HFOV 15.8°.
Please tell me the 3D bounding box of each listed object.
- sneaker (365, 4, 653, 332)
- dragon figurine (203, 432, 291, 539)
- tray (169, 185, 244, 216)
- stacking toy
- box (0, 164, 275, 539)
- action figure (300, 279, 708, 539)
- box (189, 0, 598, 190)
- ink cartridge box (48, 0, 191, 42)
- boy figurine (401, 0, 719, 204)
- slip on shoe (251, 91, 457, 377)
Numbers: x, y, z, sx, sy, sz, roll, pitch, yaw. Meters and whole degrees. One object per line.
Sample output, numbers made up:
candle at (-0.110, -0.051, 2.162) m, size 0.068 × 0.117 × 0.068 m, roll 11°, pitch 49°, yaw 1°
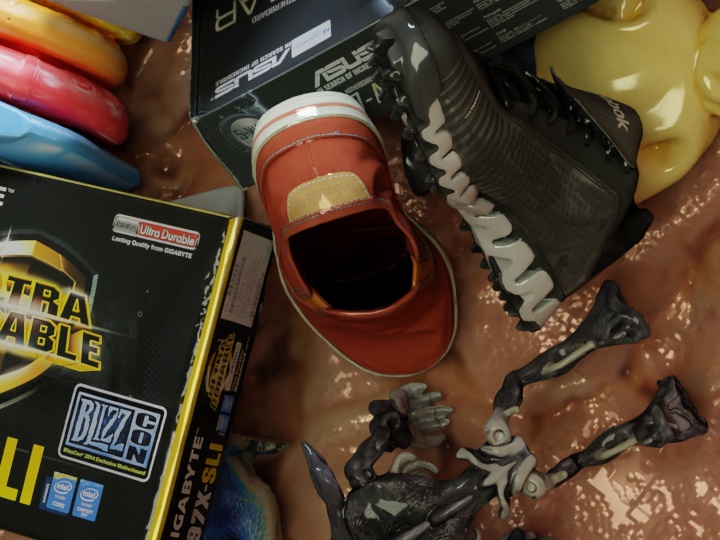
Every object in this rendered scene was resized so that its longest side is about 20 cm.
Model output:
sneaker at (0.068, -0.056, 1.073) m, size 0.090 × 0.200 × 0.067 m, roll -31°, pitch 51°, yaw 3°
dragon figurine at (-0.091, 0.119, 1.222) m, size 0.199 × 0.059 × 0.100 m, roll 12°, pitch 88°, yaw 11°
tray at (-0.144, 0.028, 1.241) m, size 0.199 × 0.022 × 0.108 m, roll -13°, pitch 53°, yaw 18°
stacking toy at (-0.135, -0.145, 1.221) m, size 0.116 × 0.110 × 0.201 m, roll 21°, pitch 86°, yaw 20°
box at (-0.147, 0.037, 1.172) m, size 0.199 × 0.049 × 0.160 m, roll 13°, pitch 89°, yaw 27°
action figure at (0.053, 0.096, 1.159) m, size 0.200 × 0.102 × 0.119 m, roll -33°, pitch 84°, yaw 1°
box at (0.019, -0.137, 1.135) m, size 0.199 × 0.160 × 0.044 m, roll -27°, pitch 124°, yaw 18°
ink cartridge box at (-0.078, -0.216, 1.144) m, size 0.068 × 0.115 × 0.201 m, roll 19°, pitch 75°, yaw -9°
boy figurine at (0.112, -0.089, 1.148) m, size 0.199 × 0.064 × 0.125 m, roll -11°, pitch 99°, yaw 17°
slip on shoe at (0.000, 0.000, 1.126) m, size 0.074 × 0.200 × 0.061 m, roll -17°, pitch 58°, yaw 4°
